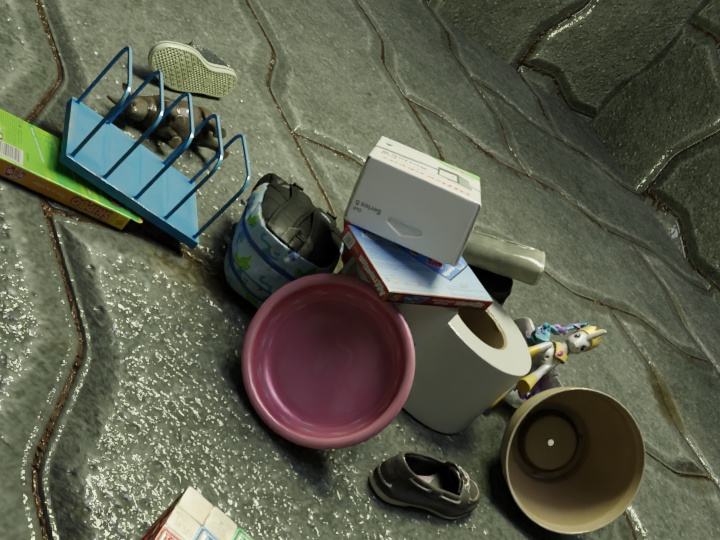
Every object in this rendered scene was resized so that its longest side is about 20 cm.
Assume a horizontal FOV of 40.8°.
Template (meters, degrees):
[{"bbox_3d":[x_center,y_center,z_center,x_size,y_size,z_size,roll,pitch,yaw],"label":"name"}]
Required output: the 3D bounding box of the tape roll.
[{"bbox_3d":[0.126,0.113,1.390,0.202,0.139,0.203,35,25,-19],"label":"tape roll"}]

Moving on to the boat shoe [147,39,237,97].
[{"bbox_3d":[-0.274,-0.327,1.543,0.062,0.075,0.200,48,19,21],"label":"boat shoe"}]

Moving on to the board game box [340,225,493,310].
[{"bbox_3d":[0.070,-0.001,1.150,0.199,0.019,0.103,7,43,-47],"label":"board game box"}]

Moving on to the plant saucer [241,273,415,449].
[{"bbox_3d":[-0.036,0.106,1.120,0.201,0.200,0.051,50,-7,12],"label":"plant saucer"}]

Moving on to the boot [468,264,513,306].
[{"bbox_3d":[0.152,0.025,1.556,0.076,0.169,0.200,-26,59,-31],"label":"boot"}]

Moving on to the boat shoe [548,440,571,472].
[{"bbox_3d":[0.315,0.296,1.495,0.200,0.072,0.069,51,24,-9],"label":"boat shoe"}]

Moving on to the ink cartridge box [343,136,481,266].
[{"bbox_3d":[0.068,-0.090,1.188,0.145,0.085,0.200,23,15,0],"label":"ink cartridge box"}]

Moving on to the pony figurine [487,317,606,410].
[{"bbox_3d":[0.274,0.151,1.527,0.199,0.193,0.168,-21,79,-34],"label":"pony figurine"}]

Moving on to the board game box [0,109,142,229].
[{"bbox_3d":[-0.350,-0.117,1.145,0.199,0.030,0.096,24,31,-34],"label":"board game box"}]

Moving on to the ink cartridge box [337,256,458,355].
[{"bbox_3d":[0.019,0.055,1.238,0.084,0.200,0.145,27,29,-33],"label":"ink cartridge box"}]

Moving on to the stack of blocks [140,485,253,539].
[{"bbox_3d":[-0.109,0.296,0.831,0.200,0.059,0.115,42,24,-5],"label":"stack of blocks"}]

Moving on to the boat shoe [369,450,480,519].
[{"bbox_3d":[0.097,0.264,1.205,0.199,0.057,0.067,19,34,-43],"label":"boat shoe"}]

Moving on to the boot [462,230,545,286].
[{"bbox_3d":[0.170,-0.025,1.416,0.199,0.073,0.182,27,20,7],"label":"boot"}]

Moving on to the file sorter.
[{"bbox_3d":[-0.247,-0.153,1.192,0.200,0.123,0.139,36,24,-34],"label":"file sorter"}]

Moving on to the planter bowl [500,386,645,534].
[{"bbox_3d":[0.287,0.258,1.384,0.200,0.200,0.135,41,-3,-6],"label":"planter bowl"}]

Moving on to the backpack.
[{"bbox_3d":[-0.101,-0.029,1.281,0.163,0.154,0.200,43,3,-14],"label":"backpack"}]

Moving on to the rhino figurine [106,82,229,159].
[{"bbox_3d":[-0.276,-0.216,1.374,0.199,0.060,0.087,13,25,-47],"label":"rhino figurine"}]

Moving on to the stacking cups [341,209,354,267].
[{"bbox_3d":[0.000,0.000,1.315,0.060,0.201,0.061,-1,47,1],"label":"stacking cups"}]
